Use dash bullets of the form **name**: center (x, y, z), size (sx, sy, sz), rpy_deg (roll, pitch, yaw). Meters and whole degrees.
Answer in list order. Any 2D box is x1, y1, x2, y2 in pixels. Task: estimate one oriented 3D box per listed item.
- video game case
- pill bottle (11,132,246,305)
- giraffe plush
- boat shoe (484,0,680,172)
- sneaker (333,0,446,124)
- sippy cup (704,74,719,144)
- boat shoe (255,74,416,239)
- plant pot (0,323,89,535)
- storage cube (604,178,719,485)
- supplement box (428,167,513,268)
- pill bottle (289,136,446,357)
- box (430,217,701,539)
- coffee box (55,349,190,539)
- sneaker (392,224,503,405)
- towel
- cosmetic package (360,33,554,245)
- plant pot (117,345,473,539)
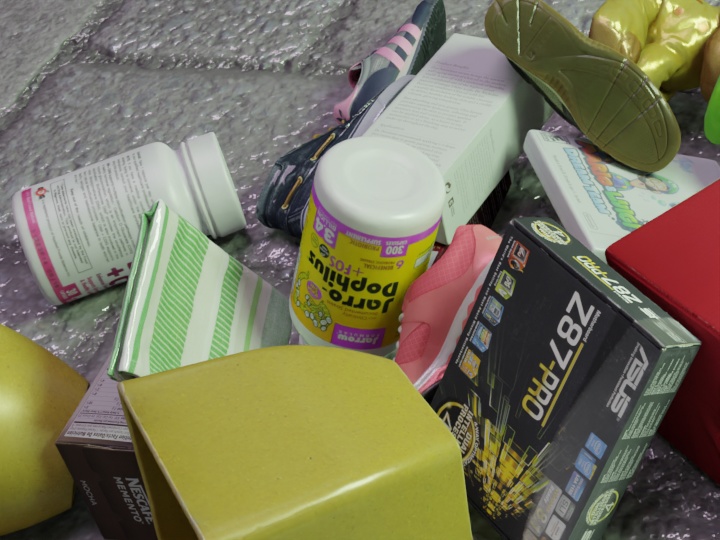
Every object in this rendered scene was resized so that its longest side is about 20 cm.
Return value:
- **video game case**: center (0.241, -0.049, 1.394), size (0.180, 0.024, 0.201), rpy_deg (8, 30, -16)
- **pill bottle**: center (-0.214, -0.052, 1.592), size (0.198, 0.114, 0.114), rpy_deg (-20, 37, -1)
- **giraffe plush**: center (0.305, -0.194, 1.525), size (0.161, 0.173, 0.201), rpy_deg (17, 65, 22)
- **boat shoe**: center (0.191, -0.160, 1.446), size (0.200, 0.066, 0.072), rpy_deg (41, 97, 8)
- **sneaker**: center (0.032, -0.213, 1.724), size (0.081, 0.071, 0.201), rpy_deg (4, 41, 20)
- **sippy cup**: center (0.363, -0.111, 1.393), size (0.176, 0.132, 0.140), rpy_deg (11, 6, 3)
- **boat shoe**: center (-0.017, -0.113, 1.605), size (0.090, 0.071, 0.201), rpy_deg (17, 61, 38)
- **plant pot**: center (-0.293, 0.131, 1.361), size (0.140, 0.201, 0.201), rpy_deg (8, 38, -6)
- **storage cube**: center (0.301, 0.046, 1.208), size (0.199, 0.172, 0.180), rpy_deg (-30, 38, -14)
- **supplement box**: center (0.054, -0.046, 1.516), size (0.108, 0.061, 0.201), rpy_deg (4, 43, 25)
- **pill bottle**: center (0.000, 0.000, 1.358), size (0.103, 0.201, 0.105), rpy_deg (7, 42, -7)
- **box**: center (0.132, 0.089, 1.197), size (0.049, 0.201, 0.161), rpy_deg (-3, 35, -44)
- **coffee box**: center (-0.151, 0.108, 1.369), size (0.079, 0.114, 0.201), rpy_deg (2, 42, 24)
- **sneaker**: center (0.060, 0.053, 1.304), size (0.087, 0.073, 0.201), rpy_deg (47, 110, 38)
- **towel**: center (-0.117, 0.051, 1.324), size (0.023, 0.200, 0.154), rpy_deg (-7, 61, 31)
- **cosmetic package**: center (0.079, -0.118, 1.488), size (0.101, 0.072, 0.200), rpy_deg (15, 48, 31)
- **plant pot**: center (-0.033, 0.169, 1.193), size (0.198, 0.197, 0.194), rpy_deg (-20, 36, -16)
